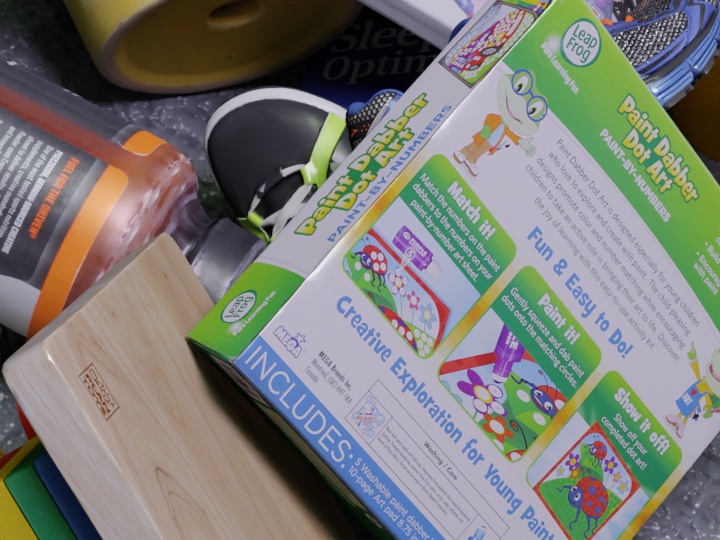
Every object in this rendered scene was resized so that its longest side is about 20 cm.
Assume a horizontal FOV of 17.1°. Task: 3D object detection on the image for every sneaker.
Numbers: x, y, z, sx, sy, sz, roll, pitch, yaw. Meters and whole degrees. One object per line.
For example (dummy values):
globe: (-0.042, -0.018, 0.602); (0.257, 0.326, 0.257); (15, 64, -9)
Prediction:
sneaker: (0.076, -0.080, 1.006); (0.200, 0.075, 0.079); (-34, 94, -30)
sneaker: (0.000, 0.000, 1.016); (0.200, 0.072, 0.083); (48, 22, 11)

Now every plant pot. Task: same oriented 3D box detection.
plant pot: (-0.081, -0.193, 1.108); (0.200, 0.201, 0.189); (-10, 71, -23)

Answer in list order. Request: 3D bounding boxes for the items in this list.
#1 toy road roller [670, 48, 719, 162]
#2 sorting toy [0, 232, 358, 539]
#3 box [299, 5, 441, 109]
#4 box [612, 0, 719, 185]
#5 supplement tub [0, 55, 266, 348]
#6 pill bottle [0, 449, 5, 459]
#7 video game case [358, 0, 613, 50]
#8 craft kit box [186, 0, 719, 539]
toy road roller: (0.184, -0.142, 1.096); (0.200, 0.123, 0.146); (45, 68, -11)
sorting toy: (-0.065, 0.105, 0.870); (0.200, 0.070, 0.199); (59, 12, -6)
box: (0.036, -0.098, 1.126); (0.121, 0.032, 0.200); (-3, 45, 21)
box: (0.209, -0.121, 1.217); (0.200, 0.048, 0.159); (-10, 56, -23)
supplement tub: (-0.142, -0.026, 1.003); (0.200, 0.107, 0.107); (28, 50, 5)
pill bottle: (-0.179, 0.099, 0.890); (0.113, 0.113, 0.200); (-25, 63, -30)
video game case: (0.060, -0.174, 1.100); (0.143, 0.018, 0.200); (29, 49, -23)
craft kit box: (0.062, 0.022, 0.944); (0.198, 0.200, 0.048); (-47, 30, -11)
